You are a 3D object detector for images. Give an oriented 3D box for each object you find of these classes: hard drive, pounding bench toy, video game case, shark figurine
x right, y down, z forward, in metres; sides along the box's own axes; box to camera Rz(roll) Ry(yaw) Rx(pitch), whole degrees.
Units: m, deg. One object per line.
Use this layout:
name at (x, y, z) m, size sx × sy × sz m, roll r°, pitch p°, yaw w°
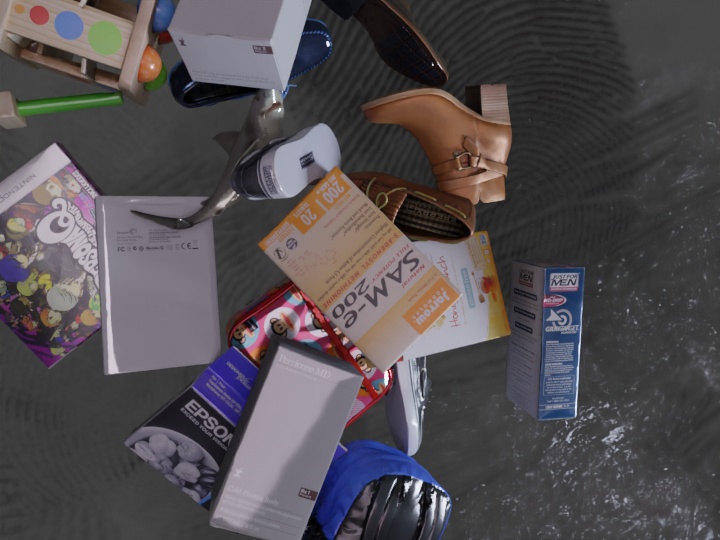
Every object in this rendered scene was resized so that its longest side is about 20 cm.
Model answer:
hard drive at (-0.236, 0.014, 0.716) m, size 0.131 × 0.026 × 0.201 m, roll -3°, pitch 87°, yaw -27°
pounding bench toy at (-0.294, -0.230, 0.661) m, size 0.156 × 0.124 × 0.201 m, roll 17°, pitch 94°, yaw -14°
video game case at (-0.360, -0.017, 0.719) m, size 0.181 × 0.036 × 0.200 m, roll -38°, pitch 103°, yaw -6°
shark figurine at (-0.163, -0.126, 0.730) m, size 0.089 × 0.128 × 0.215 m, roll 38°, pitch 89°, yaw 19°

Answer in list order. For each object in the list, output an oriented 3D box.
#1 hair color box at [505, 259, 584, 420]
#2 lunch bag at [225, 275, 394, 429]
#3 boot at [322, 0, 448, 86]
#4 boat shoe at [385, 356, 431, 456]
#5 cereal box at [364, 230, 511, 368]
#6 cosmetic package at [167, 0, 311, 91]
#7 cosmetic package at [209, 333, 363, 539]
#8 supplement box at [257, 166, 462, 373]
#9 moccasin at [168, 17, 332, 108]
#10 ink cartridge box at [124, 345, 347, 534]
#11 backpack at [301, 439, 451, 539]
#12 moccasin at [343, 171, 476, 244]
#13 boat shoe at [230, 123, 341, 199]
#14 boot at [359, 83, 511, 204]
hair color box at (0.247, 0.089, 0.826) m, size 0.060 × 0.100 × 0.201 m, roll -1°, pitch 98°, yaw -12°
lunch bag at (-0.054, 0.101, 0.780) m, size 0.176 × 0.082 × 0.200 m, roll -37°, pitch 104°, yaw -9°
boot at (0.046, -0.318, 0.738) m, size 0.200 × 0.075 × 0.097 m, roll 35°, pitch 65°, yaw -27°
boat shoe at (0.068, 0.149, 0.814) m, size 0.056 × 0.069 × 0.201 m, roll -9°, pitch 99°, yaw -21°
cereal box at (0.088, 0.033, 0.779) m, size 0.199 × 0.040 × 0.144 m, roll -11°, pitch 85°, yaw -24°
cosmetic package at (-0.116, -0.302, 0.658) m, size 0.112 × 0.081 × 0.201 m, roll 10°, pitch 70°, yaw 9°
cosmetic package at (-0.083, 0.183, 0.677) m, size 0.107 × 0.090 × 0.201 m, roll 20°, pitch 91°, yaw -12°
supplement box at (0.000, 0.000, 0.691) m, size 0.200 × 0.074 × 0.126 m, roll 45°, pitch 89°, yaw 4°
moccasin at (-0.122, -0.230, 0.717) m, size 0.199 × 0.068 × 0.081 m, roll -24°, pitch 136°, yaw -1°
ink cartridge box at (-0.153, 0.216, 0.747) m, size 0.200 × 0.043 × 0.198 m, roll -39°, pitch 104°, yaw 24°
backpack at (0.000, 0.315, 0.765) m, size 0.162 × 0.168 × 0.200 m, roll 25°, pitch 95°, yaw -30°
moccasin at (0.043, -0.072, 0.759) m, size 0.201 × 0.078 × 0.074 m, roll 18°, pitch 117°, yaw 2°
boat shoe at (-0.081, -0.121, 0.703) m, size 0.068 × 0.200 × 0.072 m, roll -6°, pitch 110°, yaw 22°
boot at (0.101, -0.155, 0.782) m, size 0.199 × 0.074 × 0.155 m, roll -5°, pitch 104°, yaw -6°
